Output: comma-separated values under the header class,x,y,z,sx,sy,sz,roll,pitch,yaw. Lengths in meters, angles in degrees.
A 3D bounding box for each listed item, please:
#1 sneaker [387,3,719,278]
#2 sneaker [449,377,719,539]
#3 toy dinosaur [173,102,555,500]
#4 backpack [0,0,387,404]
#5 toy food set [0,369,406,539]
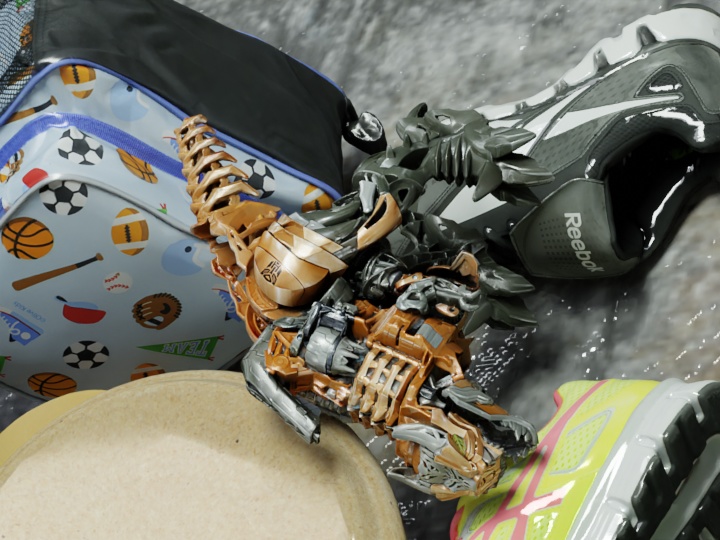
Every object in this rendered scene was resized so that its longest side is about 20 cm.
class,x,y,z,sx,sy,sz,roll,pitch,yaw
sneaker,0.073,-0.028,1.154,0.199,0.067,0.091,-30,41,14
sneaker,0.061,0.119,1.045,0.090,0.078,0.200,16,58,45
toy dinosaur,0.000,0.000,1.074,0.135,0.102,0.200,-30,77,-27
backpack,-0.117,-0.024,1.229,0.190,0.199,0.155,-36,35,40
toy food set,-0.075,0.130,1.062,0.199,0.049,0.199,-5,60,18
